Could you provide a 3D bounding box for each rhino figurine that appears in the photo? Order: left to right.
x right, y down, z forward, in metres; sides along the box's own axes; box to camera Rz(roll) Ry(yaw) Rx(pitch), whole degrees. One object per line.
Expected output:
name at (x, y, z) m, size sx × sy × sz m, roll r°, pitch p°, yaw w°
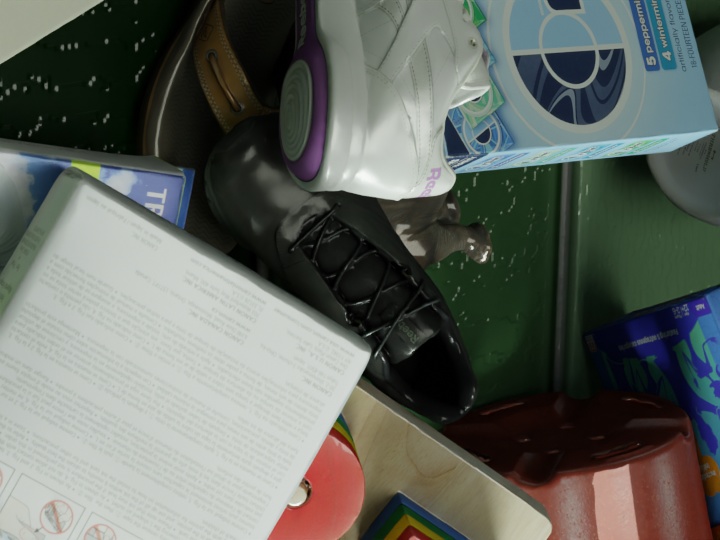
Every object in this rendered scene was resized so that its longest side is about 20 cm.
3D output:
rhino figurine at (0.023, -0.025, 1.277) m, size 0.087 × 0.060 × 0.202 m, roll -2°, pitch 107°, yaw -34°

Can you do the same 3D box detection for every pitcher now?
pitcher at (0.252, -0.077, 1.429) m, size 0.199 × 0.121 × 0.173 m, roll -26°, pitch 136°, yaw -44°

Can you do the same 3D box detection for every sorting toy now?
sorting toy at (-0.033, 0.159, 1.195) m, size 0.198 × 0.070 × 0.200 m, roll 35°, pitch 102°, yaw -20°

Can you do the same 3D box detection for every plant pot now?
plant pot at (0.123, 0.181, 1.352) m, size 0.200 × 0.200 × 0.197 m, roll -17°, pitch 107°, yaw -36°

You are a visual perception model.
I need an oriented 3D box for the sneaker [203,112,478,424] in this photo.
sneaker at (0.000, 0.000, 1.184) m, size 0.076 × 0.091 × 0.200 m, roll -43°, pitch 124°, yaw 0°

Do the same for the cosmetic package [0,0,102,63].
cosmetic package at (-0.176, -0.144, 1.040) m, size 0.200 × 0.103 × 0.088 m, roll -37°, pitch 123°, yaw -28°

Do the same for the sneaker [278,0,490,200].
sneaker at (0.015, -0.128, 1.153) m, size 0.099 × 0.075 × 0.202 m, roll 11°, pitch 76°, yaw -23°

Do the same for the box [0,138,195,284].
box at (-0.167, 0.000, 1.110) m, size 0.199 × 0.048 × 0.123 m, roll 7°, pitch 100°, yaw -30°

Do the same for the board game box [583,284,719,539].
board game box at (0.213, 0.111, 1.368) m, size 0.045 × 0.152 × 0.201 m, roll -22°, pitch 88°, yaw -24°

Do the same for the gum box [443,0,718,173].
gum box at (0.087, -0.142, 1.255) m, size 0.199 × 0.044 × 0.171 m, roll -7°, pitch 80°, yaw -38°

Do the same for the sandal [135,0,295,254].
sandal at (-0.052, -0.102, 1.190) m, size 0.081 × 0.054 × 0.201 m, roll 25°, pitch 87°, yaw -42°

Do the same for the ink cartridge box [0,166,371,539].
ink cartridge box at (-0.112, 0.079, 1.085) m, size 0.162 × 0.057 × 0.201 m, roll 31°, pitch 91°, yaw -17°
